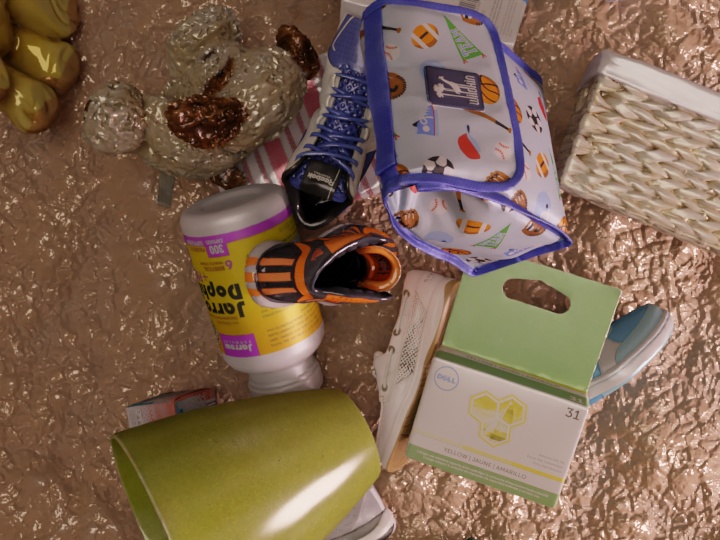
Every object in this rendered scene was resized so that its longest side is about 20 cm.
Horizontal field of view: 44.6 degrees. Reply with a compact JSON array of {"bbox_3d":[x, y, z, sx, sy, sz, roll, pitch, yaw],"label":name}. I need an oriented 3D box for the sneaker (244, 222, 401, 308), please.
[{"bbox_3d":[0.000,0.000,0.784,0.111,0.200,0.078,0,100,35],"label":"sneaker"}]

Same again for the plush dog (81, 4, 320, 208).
[{"bbox_3d":[-0.121,-0.144,0.785,0.161,0.171,0.200,54,55,-22],"label":"plush dog"}]

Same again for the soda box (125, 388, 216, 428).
[{"bbox_3d":[-0.172,0.222,0.877,0.068,0.063,0.201,-10,90,31],"label":"soda box"}]

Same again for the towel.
[{"bbox_3d":[-0.058,-0.126,0.881,0.199,0.030,0.147,-21,89,9],"label":"towel"}]

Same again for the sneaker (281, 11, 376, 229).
[{"bbox_3d":[-0.014,-0.116,0.777,0.080,0.115,0.200,20,115,-3],"label":"sneaker"}]

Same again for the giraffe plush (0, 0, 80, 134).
[{"bbox_3d":[-0.398,-0.227,0.855,0.161,0.200,0.173,-4,59,29],"label":"giraffe plush"}]

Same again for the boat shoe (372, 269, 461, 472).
[{"bbox_3d":[0.045,0.096,0.861,0.069,0.071,0.201,22,100,28],"label":"boat shoe"}]

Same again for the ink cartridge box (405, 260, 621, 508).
[{"bbox_3d":[0.136,0.095,0.788,0.145,0.048,0.201,18,106,10],"label":"ink cartridge box"}]

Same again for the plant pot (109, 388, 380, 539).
[{"bbox_3d":[-0.089,0.188,0.775,0.199,0.187,0.188,-23,90,-24],"label":"plant pot"}]

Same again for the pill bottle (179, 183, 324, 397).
[{"bbox_3d":[-0.095,0.026,0.837,0.104,0.104,0.201,-13,108,6],"label":"pill bottle"}]

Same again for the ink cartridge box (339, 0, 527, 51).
[{"bbox_3d":[0.052,-0.252,0.818,0.199,0.068,0.117,17,60,5],"label":"ink cartridge box"}]

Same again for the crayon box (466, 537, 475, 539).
[{"bbox_3d":[0.165,0.354,0.827,0.200,0.119,0.058,39,96,3],"label":"crayon box"}]

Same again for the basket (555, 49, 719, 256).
[{"bbox_3d":[0.278,-0.099,0.792,0.199,0.136,0.124,24,99,4],"label":"basket"}]

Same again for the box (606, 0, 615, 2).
[{"bbox_3d":[0.195,-0.363,0.796,0.199,0.041,0.157,24,95,-22],"label":"box"}]

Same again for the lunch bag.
[{"bbox_3d":[0.078,-0.107,0.707,0.123,0.200,0.171,-22,62,34],"label":"lunch bag"}]

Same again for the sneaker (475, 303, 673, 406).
[{"bbox_3d":[0.186,0.064,0.835,0.200,0.080,0.131,-36,89,5],"label":"sneaker"}]

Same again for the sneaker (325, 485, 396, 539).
[{"bbox_3d":[-0.074,0.248,0.863,0.199,0.075,0.116,-22,78,-20],"label":"sneaker"}]
